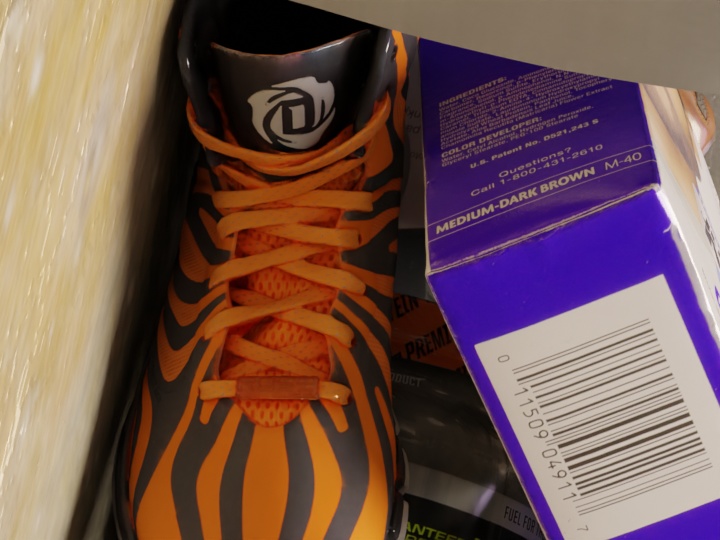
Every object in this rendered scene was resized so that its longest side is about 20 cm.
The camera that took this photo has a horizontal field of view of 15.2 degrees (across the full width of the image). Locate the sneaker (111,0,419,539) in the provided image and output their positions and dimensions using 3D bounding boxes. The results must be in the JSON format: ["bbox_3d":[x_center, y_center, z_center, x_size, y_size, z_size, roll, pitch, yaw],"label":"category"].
[{"bbox_3d":[-0.025,-0.003,0.668,0.112,0.078,0.200,90,1,-57],"label":"sneaker"}]

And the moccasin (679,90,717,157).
[{"bbox_3d":[0.044,-0.028,1.078,0.201,0.078,0.074,-33,-158,21],"label":"moccasin"}]

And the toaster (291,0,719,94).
[{"bbox_3d":[0.060,-0.143,0.616,0.119,0.181,0.200,-70,171,-51],"label":"toaster"}]

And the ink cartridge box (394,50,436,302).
[{"bbox_3d":[0.000,0.000,0.900,0.145,0.084,0.200,-55,157,-83],"label":"ink cartridge box"}]

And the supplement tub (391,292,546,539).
[{"bbox_3d":[-0.012,0.112,0.755,0.123,0.122,0.200,92,11,-72],"label":"supplement tub"}]

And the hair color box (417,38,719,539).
[{"bbox_3d":[0.062,-0.010,0.716,0.200,0.065,0.109,-93,160,-64],"label":"hair color box"}]
